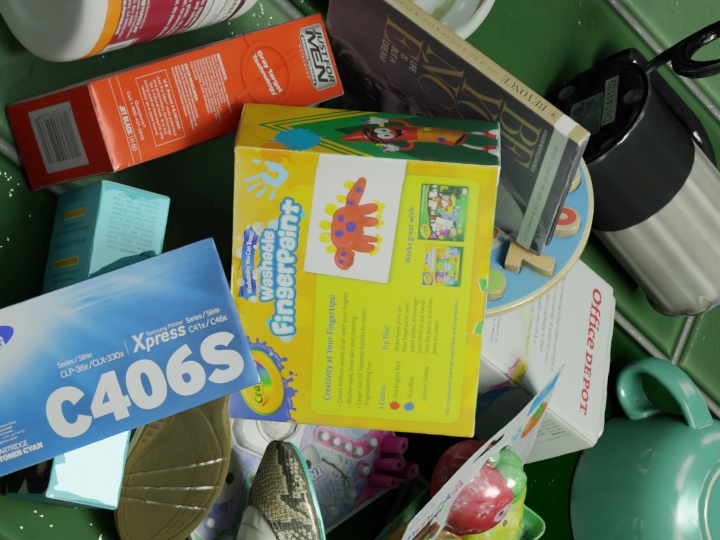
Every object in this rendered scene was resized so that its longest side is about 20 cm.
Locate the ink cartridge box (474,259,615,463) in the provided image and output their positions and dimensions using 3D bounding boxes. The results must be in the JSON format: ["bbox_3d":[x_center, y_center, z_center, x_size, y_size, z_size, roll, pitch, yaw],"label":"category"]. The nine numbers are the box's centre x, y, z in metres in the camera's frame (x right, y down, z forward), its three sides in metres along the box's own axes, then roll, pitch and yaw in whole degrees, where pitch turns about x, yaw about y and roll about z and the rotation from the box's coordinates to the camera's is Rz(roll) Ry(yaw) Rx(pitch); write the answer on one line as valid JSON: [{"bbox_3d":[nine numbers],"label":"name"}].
[{"bbox_3d":[0.093,0.033,1.552,0.200,0.083,0.146,39,47,-35],"label":"ink cartridge box"}]

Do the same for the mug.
[{"bbox_3d":[0.254,0.181,1.692,0.152,0.114,0.185,-50,120,-31],"label":"mug"}]

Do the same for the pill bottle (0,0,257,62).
[{"bbox_3d":[-0.132,-0.208,1.360,0.200,0.113,0.113,-21,103,-41],"label":"pill bottle"}]

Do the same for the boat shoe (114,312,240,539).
[{"bbox_3d":[-0.122,0.088,1.361,0.072,0.066,0.201,1,121,-22],"label":"boat shoe"}]

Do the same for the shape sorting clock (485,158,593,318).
[{"bbox_3d":[0.063,-0.052,1.465,0.200,0.200,0.039,-57,159,-28],"label":"shape sorting clock"}]

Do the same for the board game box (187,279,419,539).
[{"bbox_3d":[-0.057,0.101,1.474,0.200,0.026,0.200,-31,108,-39],"label":"board game box"}]

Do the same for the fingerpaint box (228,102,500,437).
[{"bbox_3d":[0.000,0.000,1.355,0.073,0.166,0.200,-83,177,-61],"label":"fingerpaint box"}]

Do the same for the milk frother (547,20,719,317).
[{"bbox_3d":[0.269,-0.092,1.662,0.188,0.200,0.181,45,57,-32],"label":"milk frother"}]

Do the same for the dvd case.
[{"bbox_3d":[0.055,-0.106,1.384,0.200,0.149,0.016,38,64,13],"label":"dvd case"}]

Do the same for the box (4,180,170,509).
[{"bbox_3d":[-0.174,0.049,1.329,0.049,0.082,0.201,14,78,-27],"label":"box"}]

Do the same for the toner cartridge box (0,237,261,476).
[{"bbox_3d":[-0.169,0.056,1.254,0.200,0.043,0.095,-20,92,-11],"label":"toner cartridge box"}]

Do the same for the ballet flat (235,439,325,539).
[{"bbox_3d":[-0.049,0.217,1.424,0.075,0.068,0.200,-24,109,-24],"label":"ballet flat"}]

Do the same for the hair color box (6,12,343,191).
[{"bbox_3d":[-0.119,-0.112,1.375,0.200,0.101,0.061,-24,100,-39],"label":"hair color box"}]

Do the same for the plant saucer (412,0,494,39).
[{"bbox_3d":[0.024,-0.257,1.544,0.200,0.050,0.201,3,86,-42],"label":"plant saucer"}]

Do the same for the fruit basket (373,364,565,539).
[{"bbox_3d":[0.076,0.179,1.485,0.094,0.200,0.185,40,53,13],"label":"fruit basket"}]
